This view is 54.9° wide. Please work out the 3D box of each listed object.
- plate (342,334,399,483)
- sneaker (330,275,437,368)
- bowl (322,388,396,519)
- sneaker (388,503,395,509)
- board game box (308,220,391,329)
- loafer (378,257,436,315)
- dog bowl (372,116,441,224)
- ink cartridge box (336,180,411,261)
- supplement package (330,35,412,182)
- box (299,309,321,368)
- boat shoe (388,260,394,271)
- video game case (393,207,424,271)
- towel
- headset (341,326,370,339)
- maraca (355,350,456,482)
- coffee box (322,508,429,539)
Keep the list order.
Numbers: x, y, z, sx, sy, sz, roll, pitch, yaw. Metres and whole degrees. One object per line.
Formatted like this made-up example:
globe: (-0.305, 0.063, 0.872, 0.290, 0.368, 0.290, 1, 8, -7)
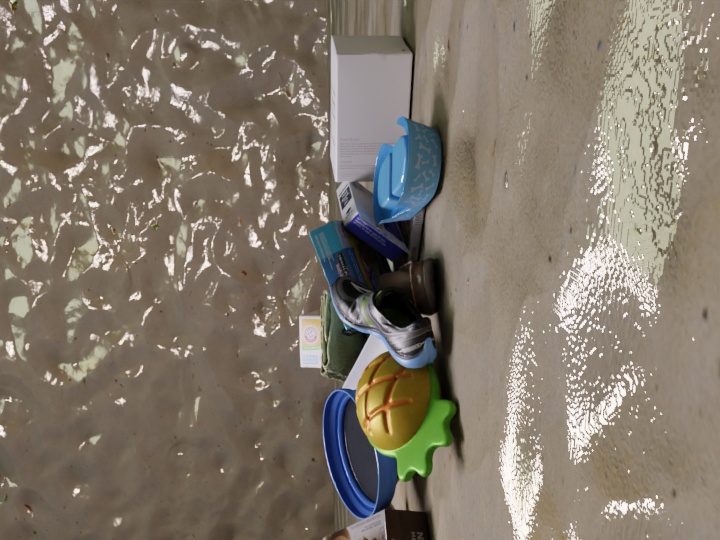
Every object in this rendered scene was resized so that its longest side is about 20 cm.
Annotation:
plate: (0.043, 0.218, 1.080, 0.202, 0.032, 0.202, 66, 148, 32)
sneaker: (0.032, 0.050, 0.915, 0.198, 0.070, 0.085, 33, 132, 46)
bowl: (-0.003, 0.289, 1.108, 0.200, 0.039, 0.206, 26, 119, 59)
sneaker: (0.058, 0.474, 1.155, 0.203, 0.079, 0.075, -105, 33, -44)
board game box: (0.000, 0.000, 1.097, 0.154, 0.046, 0.199, 69, -162, 3)
loafer: (0.061, 0.032, 0.968, 0.200, 0.069, 0.075, 114, 153, -76)
dog bowl: (0.060, -0.129, 0.937, 0.200, 0.048, 0.115, 138, 135, -73)
ink cartridge box: (0.016, -0.077, 1.075, 0.039, 0.099, 0.201, -49, 20, 15)
supplement package: (0.013, -0.260, 1.110, 0.121, 0.118, 0.204, -102, 12, -59)
box: (-0.039, 0.134, 1.431, 0.199, 0.110, 0.104, -10, -81, -71)
boat shoe: (0.033, 0.002, 1.288, 0.060, 0.072, 0.202, 46, -179, -27)
video game case: (0.072, -0.061, 1.091, 0.145, 0.018, 0.203, -97, 8, -46)
towel: (-0.025, 0.128, 1.252, 0.200, 0.036, 0.152, 39, -131, -64)
headset: (0.023, 0.131, 1.262, 0.201, 0.091, 0.127, 73, -168, -70)
maraca: (0.057, 0.179, 0.892, 0.139, 0.105, 0.200, -59, 30, 11)
coffee box: (0.022, 0.450, 1.064, 0.200, 0.078, 0.115, -43, 42, 46)
